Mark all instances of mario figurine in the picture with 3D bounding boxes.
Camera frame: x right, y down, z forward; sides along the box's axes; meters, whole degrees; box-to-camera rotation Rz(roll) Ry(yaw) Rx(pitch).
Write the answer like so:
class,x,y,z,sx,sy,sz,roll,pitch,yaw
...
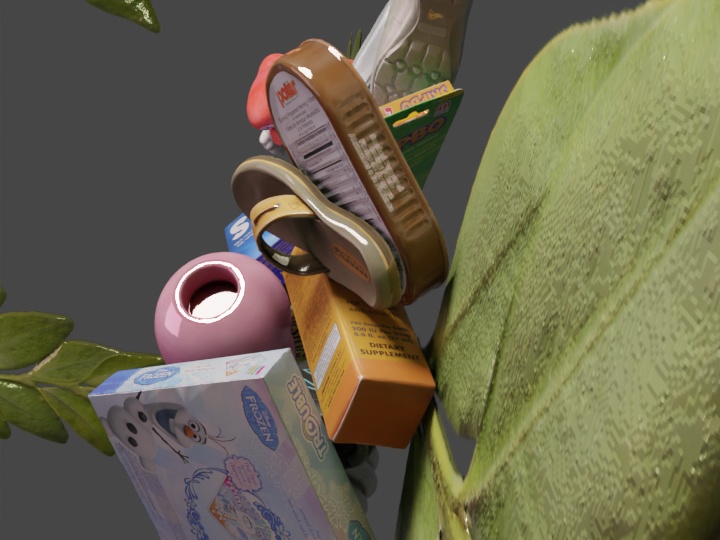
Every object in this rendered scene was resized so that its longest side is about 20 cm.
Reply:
class,x,y,z,sx,sy,sz,roll,pitch,yaw
mario figurine,-0.034,-0.170,1.042,0.105,0.198,0.125,36,128,31

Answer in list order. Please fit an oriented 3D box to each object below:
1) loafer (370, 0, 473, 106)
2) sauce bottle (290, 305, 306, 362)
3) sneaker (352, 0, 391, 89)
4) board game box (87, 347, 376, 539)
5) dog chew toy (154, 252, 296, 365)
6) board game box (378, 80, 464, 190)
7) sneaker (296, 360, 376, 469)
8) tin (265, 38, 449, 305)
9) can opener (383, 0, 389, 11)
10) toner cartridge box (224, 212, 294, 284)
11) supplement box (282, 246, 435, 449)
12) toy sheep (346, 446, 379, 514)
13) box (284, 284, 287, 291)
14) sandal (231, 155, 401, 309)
class,x,y,z,sx,sy,sz,roll,pitch,yaw
loafer,0.055,-0.200,0.781,0.070,0.069,0.202,-79,9,-50
sauce bottle,-0.089,0.075,1.070,0.066,0.196,0.068,169,90,-80
sneaker,0.006,-0.137,0.872,0.201,0.070,0.073,-56,10,25
board game box,-0.097,0.166,0.772,0.043,0.196,0.203,-42,-65,-47
dog chew toy,-0.113,0.075,0.912,0.201,0.122,0.127,75,-164,-54
board game box,0.020,-0.086,0.813,0.030,0.094,0.200,61,160,14
sneaker,-0.064,0.119,0.812,0.080,0.196,0.076,-60,-43,-45
tin,-0.004,-0.067,0.711,0.203,0.042,0.111,61,154,-8
can opener,0.043,-0.228,0.915,0.201,0.062,0.080,107,170,-56
toner cartridge box,-0.042,-0.067,0.954,0.199,0.043,0.095,-40,34,9
supplement box,-0.006,0.042,0.767,0.201,0.065,0.070,-113,39,-51
toy sheep,-0.041,0.171,0.887,0.139,0.135,0.203,110,-179,-61
box,-0.078,0.138,1.289,0.199,0.115,0.203,-89,9,-49
sandal,-0.046,-0.025,0.734,0.199,0.054,0.081,37,152,41
